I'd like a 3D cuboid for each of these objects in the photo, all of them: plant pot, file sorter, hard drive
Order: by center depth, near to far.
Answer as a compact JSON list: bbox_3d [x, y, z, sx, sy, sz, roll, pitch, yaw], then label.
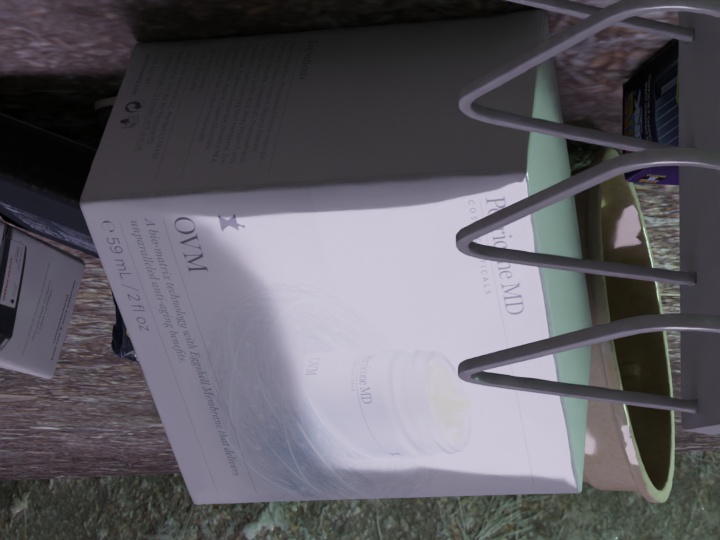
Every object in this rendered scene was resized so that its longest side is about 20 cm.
[{"bbox_3d":[0.108,-0.058,0.577,0.123,0.202,0.138,7,167,-26],"label":"file sorter"},{"bbox_3d":[-0.161,-0.040,0.973,0.138,0.033,0.200,21,172,10],"label":"hard drive"},{"bbox_3d":[0.074,0.044,1.036,0.182,0.203,0.200,-9,167,17],"label":"plant pot"}]

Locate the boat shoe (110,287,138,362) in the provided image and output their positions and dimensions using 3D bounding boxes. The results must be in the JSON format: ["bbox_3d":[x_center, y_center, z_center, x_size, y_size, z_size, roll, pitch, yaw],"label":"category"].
[{"bbox_3d":[-0.129,0.006,1.164,0.070,0.092,0.200,1,168,-7],"label":"boat shoe"}]

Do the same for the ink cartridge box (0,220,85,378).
[{"bbox_3d":[-0.277,-0.001,1.073,0.143,0.085,0.200,12,172,17],"label":"ink cartridge box"}]

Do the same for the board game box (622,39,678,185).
[{"bbox_3d":[0.243,-0.080,0.836,0.198,0.057,0.165,2,167,-12],"label":"board game box"}]

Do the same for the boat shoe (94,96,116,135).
[{"bbox_3d":[-0.067,-0.050,0.975,0.066,0.058,0.199,-8,166,34],"label":"boat shoe"}]

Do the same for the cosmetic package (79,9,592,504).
[{"bbox_3d":[0.000,0.000,0.836,0.198,0.124,0.201,-4,132,12],"label":"cosmetic package"}]
